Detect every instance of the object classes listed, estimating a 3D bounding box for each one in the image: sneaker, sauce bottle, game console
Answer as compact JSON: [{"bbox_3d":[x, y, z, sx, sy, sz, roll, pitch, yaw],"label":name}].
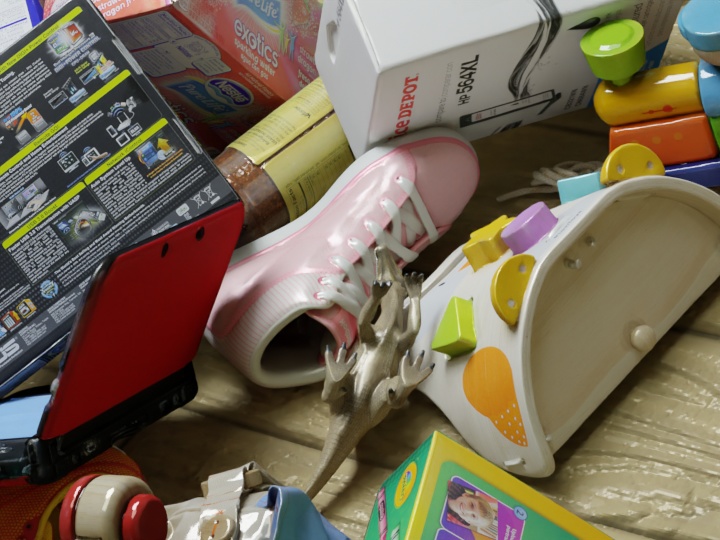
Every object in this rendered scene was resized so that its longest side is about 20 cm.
[{"bbox_3d":[-0.209,0.160,1.521,0.199,0.073,0.077,-32,31,-11],"label":"sneaker"},{"bbox_3d":[0.000,0.000,1.608,0.200,0.076,0.105,-32,37,-5],"label":"sneaker"},{"bbox_3d":[-0.062,-0.056,1.712,0.200,0.066,0.066,-36,36,-18],"label":"sauce bottle"},{"bbox_3d":[-0.167,0.041,1.518,0.171,0.119,0.200,-6,9,22],"label":"game console"}]

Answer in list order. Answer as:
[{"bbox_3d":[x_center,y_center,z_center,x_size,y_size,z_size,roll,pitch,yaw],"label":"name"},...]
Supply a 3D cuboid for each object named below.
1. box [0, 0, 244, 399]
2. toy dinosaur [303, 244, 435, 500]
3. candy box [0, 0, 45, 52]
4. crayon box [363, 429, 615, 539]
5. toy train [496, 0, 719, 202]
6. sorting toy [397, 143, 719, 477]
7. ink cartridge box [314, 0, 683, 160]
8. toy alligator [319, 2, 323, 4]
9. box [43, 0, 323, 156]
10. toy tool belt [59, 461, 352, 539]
[{"bbox_3d":[-0.194,-0.042,1.616,0.200,0.160,0.044,-38,-6,-1],"label":"box"},{"bbox_3d":[0.001,0.069,1.507,0.058,0.101,0.201,24,65,0],"label":"toy dinosaur"},{"bbox_3d":[-0.204,-0.094,1.770,0.077,0.170,0.200,-26,35,4],"label":"candy box"},{"bbox_3d":[0.050,0.185,1.282,0.058,0.118,0.201,-48,16,41],"label":"crayon box"},{"bbox_3d":[0.155,-0.096,1.600,0.199,0.116,0.085,-8,37,22],"label":"toy train"},{"bbox_3d":[0.091,0.012,1.538,0.200,0.107,0.180,-44,20,-26],"label":"sorting toy"},{"bbox_3d":[0.082,-0.147,1.642,0.199,0.146,0.085,-18,70,-11],"label":"ink cartridge box"},{"bbox_3d":[-0.007,-0.166,1.853,0.054,0.060,0.199,3,8,-45],"label":"toy alligator"},{"bbox_3d":[-0.108,-0.159,1.752,0.102,0.200,0.095,-10,65,27],"label":"box"},{"bbox_3d":[-0.046,0.152,1.331,0.122,0.200,0.126,-1,63,30],"label":"toy tool belt"}]
